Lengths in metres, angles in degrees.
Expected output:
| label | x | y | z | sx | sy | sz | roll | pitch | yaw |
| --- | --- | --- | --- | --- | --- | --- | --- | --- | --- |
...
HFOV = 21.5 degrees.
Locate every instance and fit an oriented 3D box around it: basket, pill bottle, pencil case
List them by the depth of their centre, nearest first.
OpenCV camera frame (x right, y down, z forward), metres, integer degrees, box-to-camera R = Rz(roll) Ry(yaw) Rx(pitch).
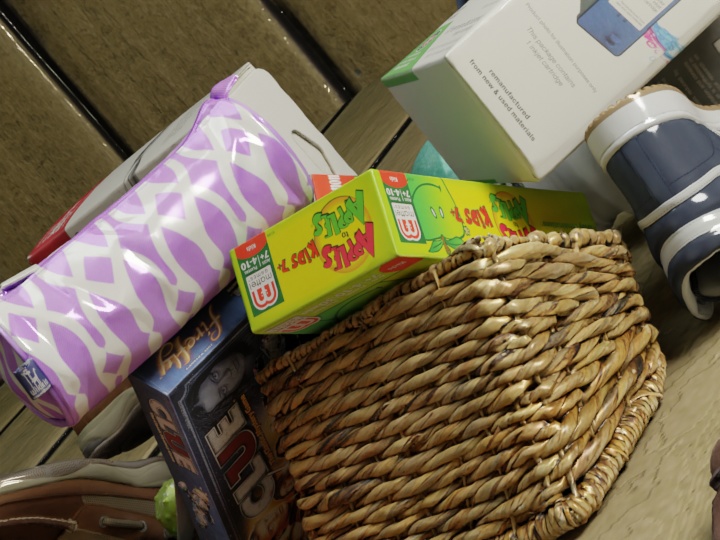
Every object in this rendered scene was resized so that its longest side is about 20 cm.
| label | x | y | z | sx | sy | sz | roll | pitch | yaw |
| --- | --- | --- | --- | --- | --- | --- | --- | --- | --- |
| basket | 0.066 | 0.083 | 0.980 | 0.142 | 0.150 | 0.200 | -3 | -22 | -44 |
| pencil case | -0.115 | -0.007 | 0.985 | 0.200 | 0.086 | 0.084 | -43 | 11 | -23 |
| pill bottle | 0.190 | -0.107 | 1.189 | 0.200 | 0.116 | 0.116 | -37 | 10 | 25 |

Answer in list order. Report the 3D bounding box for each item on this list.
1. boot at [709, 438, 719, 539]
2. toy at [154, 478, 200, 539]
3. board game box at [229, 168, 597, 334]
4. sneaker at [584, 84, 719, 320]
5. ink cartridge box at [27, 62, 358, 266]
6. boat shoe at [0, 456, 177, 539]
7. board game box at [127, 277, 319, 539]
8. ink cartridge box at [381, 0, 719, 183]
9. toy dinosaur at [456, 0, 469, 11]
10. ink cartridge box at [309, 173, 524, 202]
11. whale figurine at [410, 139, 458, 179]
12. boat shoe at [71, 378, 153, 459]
| label | x | y | z | sx | sy | sz | roll | pitch | yaw |
| --- | --- | --- | --- | --- | --- | --- | --- | --- | --- |
| boot | 0.189 | 0.057 | 0.652 | 0.167 | 0.072 | 0.200 | -50 | 6 | 23 |
| toy | -0.092 | 0.125 | 1.152 | 0.115 | 0.047 | 0.201 | -47 | -23 | -38 |
| board game box | 0.036 | -0.006 | 1.010 | 0.101 | 0.048 | 0.199 | -29 | -19 | 34 |
| sneaker | 0.197 | -0.033 | 1.011 | 0.070 | 0.109 | 0.199 | -39 | -21 | 26 |
| ink cartridge box | -0.102 | -0.019 | 1.257 | 0.200 | 0.147 | 0.083 | -34 | 13 | 38 |
| boat shoe | -0.171 | 0.157 | 1.174 | 0.199 | 0.072 | 0.075 | 1 | -15 | -44 |
| board game box | -0.048 | 0.087 | 1.075 | 0.034 | 0.201 | 0.136 | 24 | 57 | 35 |
| ink cartridge box | 0.123 | -0.143 | 1.046 | 0.200 | 0.088 | 0.145 | -41 | 9 | -9 |
| toy dinosaur | 0.073 | -0.171 | 1.181 | 0.199 | 0.105 | 0.183 | -19 | -55 | -50 |
| ink cartridge box | 0.000 | 0.000 | 1.146 | 0.050 | 0.198 | 0.110 | -103 | 17 | -62 |
| whale figurine | 0.120 | -0.088 | 1.428 | 0.200 | 0.104 | 0.159 | -38 | 9 | 19 |
| boat shoe | -0.128 | 0.046 | 1.212 | 0.200 | 0.072 | 0.076 | -40 | -17 | 28 |
